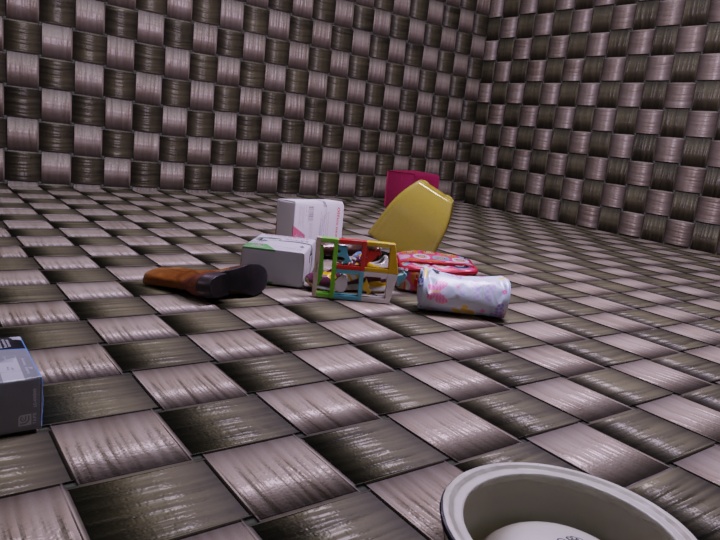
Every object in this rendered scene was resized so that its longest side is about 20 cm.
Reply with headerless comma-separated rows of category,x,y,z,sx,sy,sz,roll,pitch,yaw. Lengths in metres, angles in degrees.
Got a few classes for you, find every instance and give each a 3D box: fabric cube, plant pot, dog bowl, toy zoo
fabric cube,0.267,-0.418,3.343,0.199,0.197,0.199,18,16,42
plant pot,0.166,-0.149,1.841,0.194,0.200,0.196,33,15,4
dog bowl,0.156,0.229,0.491,0.199,0.074,0.200,6,11,-1
toy zoo,0.000,0.000,1.363,0.199,0.132,0.020,5,12,-4

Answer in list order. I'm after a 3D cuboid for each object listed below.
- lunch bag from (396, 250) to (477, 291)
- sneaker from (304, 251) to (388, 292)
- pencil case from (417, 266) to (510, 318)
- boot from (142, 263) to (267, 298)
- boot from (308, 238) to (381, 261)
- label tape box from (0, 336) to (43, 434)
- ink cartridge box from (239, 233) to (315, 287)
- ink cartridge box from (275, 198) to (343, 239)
lunch bag,0.179,0.011,1.548,0.199,0.082,0.176,4,16,-3
sneaker,-0.030,-0.001,1.451,0.199,0.091,0.075,1,13,-24
pencil case,0.216,0.047,1.356,0.199,0.091,0.083,8,-28,-1
boot,-0.319,0.020,1.336,0.199,0.069,0.188,5,17,34
boot,-0.051,-0.059,1.780,0.199,0.065,0.186,7,-2,-14
label tape box,-0.457,0.128,0.677,0.199,0.066,0.143,0,13,-36
ink cartridge box,-0.190,-0.028,1.510,0.145,0.085,0.200,7,12,2
ink cartridge box,-0.150,-0.136,1.895,0.083,0.147,0.199,14,13,40
